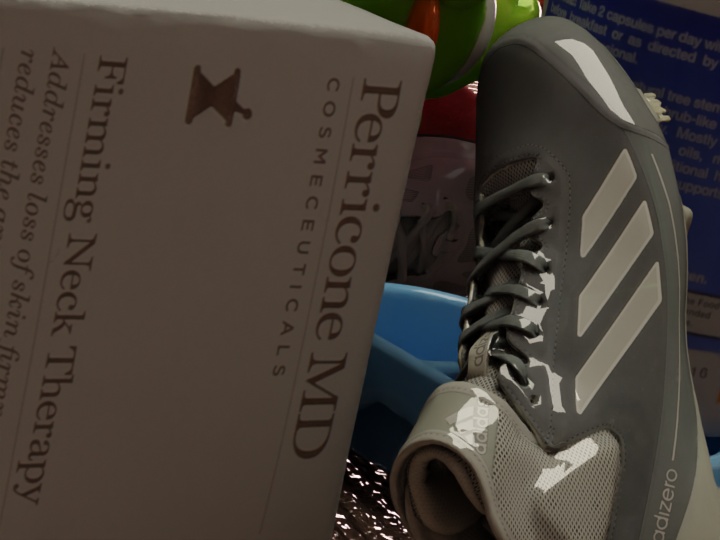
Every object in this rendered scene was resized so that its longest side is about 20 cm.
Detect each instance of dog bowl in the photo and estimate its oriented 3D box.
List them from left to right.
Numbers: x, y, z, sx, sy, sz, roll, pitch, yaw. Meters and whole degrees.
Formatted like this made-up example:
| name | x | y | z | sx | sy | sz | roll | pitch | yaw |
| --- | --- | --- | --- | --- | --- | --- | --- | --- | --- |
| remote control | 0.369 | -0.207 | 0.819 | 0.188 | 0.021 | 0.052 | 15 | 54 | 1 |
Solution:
| name | x | y | z | sx | sy | sz | roll | pitch | yaw |
| --- | --- | --- | --- | --- | --- | --- | --- | --- | --- |
| dog bowl | 0.048 | 0.054 | 0.943 | 0.111 | 0.050 | 0.200 | 3 | 16 | -37 |

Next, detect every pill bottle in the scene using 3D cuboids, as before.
| name | x | y | z | sx | sy | sz | roll | pitch | yaw |
| --- | --- | --- | --- | --- | --- | --- | --- | --- | --- |
| pill bottle | 0.109 | -0.057 | 0.914 | 0.111 | 0.201 | 0.112 | 13 | 13 | -3 |

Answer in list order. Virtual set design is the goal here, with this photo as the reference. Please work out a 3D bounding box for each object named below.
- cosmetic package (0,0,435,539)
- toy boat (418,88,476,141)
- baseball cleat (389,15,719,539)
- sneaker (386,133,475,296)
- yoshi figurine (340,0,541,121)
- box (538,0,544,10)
| name | x | y | z | sx | sy | sz | roll | pitch | yaw |
| --- | --- | --- | --- | --- | --- | --- | --- | --- | --- |
| cosmetic package | -0.117 | -0.015 | 0.809 | 0.199 | 0.168 | 0.166 | 1 | 17 | -40 |
| toy boat | 0.110 | -0.061 | 1.270 | 0.199 | 0.132 | 0.130 | 7 | 14 | -25 |
| baseball cleat | 0.052 | 0.018 | 0.818 | 0.106 | 0.201 | 0.070 | -1 | -20 | -38 |
| sneaker | 0.000 | 0.000 | 1.113 | 0.199 | 0.076 | 0.115 | 1 | 26 | -20 |
| yoshi figurine | 0.001 | -0.094 | 0.909 | 0.112 | 0.112 | 0.200 | -27 | -6 | -27 |
| box | 0.018 | -0.136 | 1.160 | 0.100 | 0.095 | 0.200 | 54 | -4 | -8 |
